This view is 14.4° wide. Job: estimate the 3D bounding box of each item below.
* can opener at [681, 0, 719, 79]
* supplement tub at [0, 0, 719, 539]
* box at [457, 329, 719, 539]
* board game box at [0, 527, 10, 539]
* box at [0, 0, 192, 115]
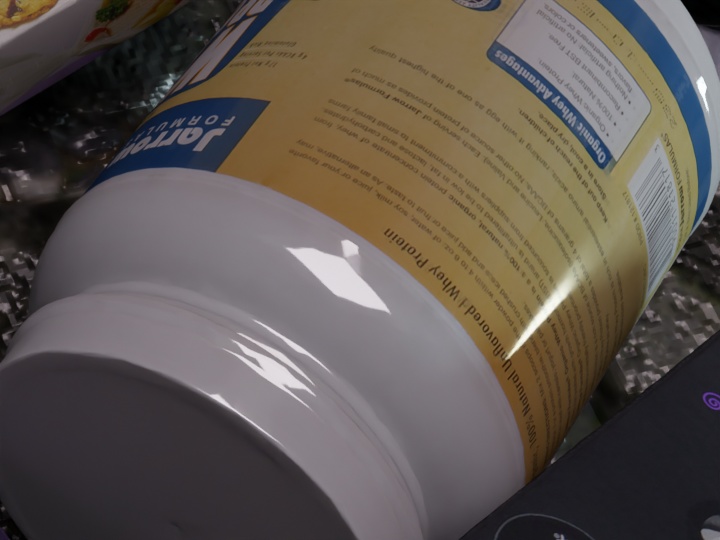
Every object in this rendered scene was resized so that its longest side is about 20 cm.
[{"bbox_3d":[0.046,-0.107,0.916,0.199,0.063,0.079,18,54,-7],"label":"can opener"},{"bbox_3d":[0.000,0.000,0.779,0.144,0.145,0.200,33,53,4],"label":"supplement tub"},{"bbox_3d":[0.078,0.102,0.723,0.106,0.122,0.200,43,37,12],"label":"box"},{"bbox_3d":[-0.141,0.155,0.685,0.200,0.057,0.165,-31,73,-32],"label":"board game box"},{"bbox_3d":[-0.098,-0.077,0.817,0.200,0.039,0.042,-31,69,-7],"label":"box"}]
